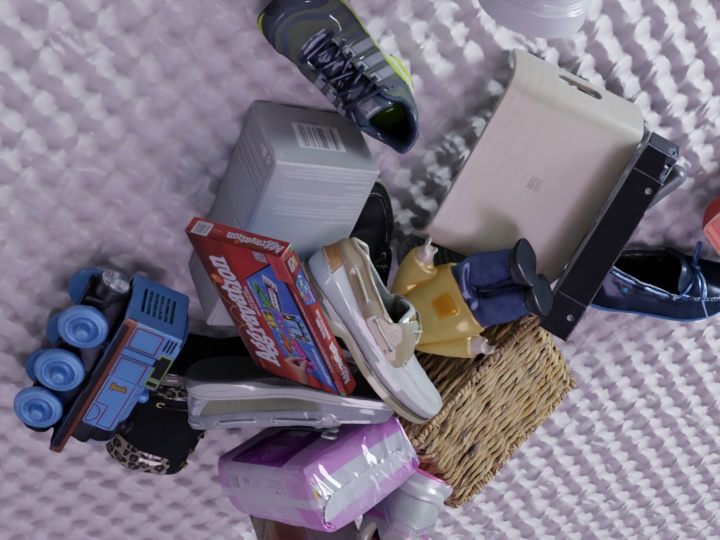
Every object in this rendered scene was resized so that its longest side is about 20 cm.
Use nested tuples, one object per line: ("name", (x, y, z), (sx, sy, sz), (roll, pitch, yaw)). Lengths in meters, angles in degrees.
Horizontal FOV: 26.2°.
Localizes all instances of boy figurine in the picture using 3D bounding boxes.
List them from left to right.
("boy figurine", (0.074, 0.030, 1.444), (0.200, 0.064, 0.124), (-18, 106, 23))

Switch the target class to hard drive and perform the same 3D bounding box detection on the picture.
("hard drive", (0.238, -0.036, 1.478), (0.200, 0.038, 0.140), (-60, 174, 15))

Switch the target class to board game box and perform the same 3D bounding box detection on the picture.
("board game box", (-0.076, 0.035, 1.349), (0.019, 0.103, 0.200), (-56, 145, -27))

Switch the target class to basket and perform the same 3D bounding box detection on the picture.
("basket", (0.095, 0.115, 1.586), (0.200, 0.143, 0.149), (-47, 139, -12))

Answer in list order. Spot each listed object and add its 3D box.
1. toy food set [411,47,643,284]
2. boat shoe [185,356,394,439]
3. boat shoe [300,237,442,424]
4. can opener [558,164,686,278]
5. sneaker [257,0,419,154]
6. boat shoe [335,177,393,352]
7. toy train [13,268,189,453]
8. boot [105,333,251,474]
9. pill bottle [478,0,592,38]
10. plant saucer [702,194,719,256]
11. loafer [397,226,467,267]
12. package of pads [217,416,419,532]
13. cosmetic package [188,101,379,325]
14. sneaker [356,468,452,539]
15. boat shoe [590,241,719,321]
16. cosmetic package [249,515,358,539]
("toy food set", (0.155, -0.091, 1.445), (0.143, 0.060, 0.200), (22, 109, -20))
("boat shoe", (-0.064, 0.124, 1.454), (0.202, 0.074, 0.065), (2, 113, 2))
("boat shoe", (0.023, 0.056, 1.390), (0.068, 0.075, 0.200), (-34, 118, 10))
("can opener", (0.243, -0.052, 1.584), (0.200, 0.053, 0.067), (-38, 170, 13))
("sneaker", (-0.008, -0.168, 1.298), (0.074, 0.081, 0.200), (-41, 137, 16))
("boat shoe", (-0.002, 0.000, 1.489), (0.074, 0.066, 0.200), (-4, 135, -24))
("toy train", (-0.240, 0.086, 1.425), (0.114, 0.087, 0.200), (25, 121, -15))
("boot", (-0.147, 0.140, 1.560), (0.203, 0.074, 0.154), (10, 131, -26))
("pill bottle", (0.162, -0.292, 1.228), (0.116, 0.116, 0.200), (-5, 135, -22))
("plant saucer", (0.464, -0.072, 1.655), (0.200, 0.037, 0.200), (-43, 137, 5))
("loafer", (0.126, -0.030, 1.532), (0.200, 0.075, 0.070), (-14, 168, -13))
("package of pads", (-0.045, 0.193, 1.515), (0.120, 0.200, 0.076), (-28, 101, -28))
("cosmetic package", (-0.073, -0.044, 1.395), (0.107, 0.090, 0.200), (5, 134, -29))
("sneaker", (0.031, 0.262, 1.566), (0.081, 0.088, 0.200), (25, 155, 7))
("boat shoe", (0.332, 0.013, 1.657), (0.200, 0.084, 0.069), (-4, 146, -26))
("cosmetic package", (-0.059, 0.280, 1.651), (0.087, 0.200, 0.103), (-10, 136, -16))
